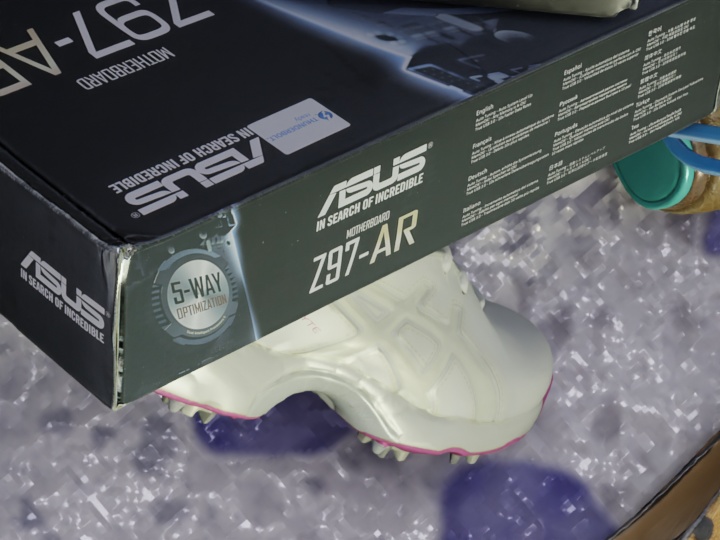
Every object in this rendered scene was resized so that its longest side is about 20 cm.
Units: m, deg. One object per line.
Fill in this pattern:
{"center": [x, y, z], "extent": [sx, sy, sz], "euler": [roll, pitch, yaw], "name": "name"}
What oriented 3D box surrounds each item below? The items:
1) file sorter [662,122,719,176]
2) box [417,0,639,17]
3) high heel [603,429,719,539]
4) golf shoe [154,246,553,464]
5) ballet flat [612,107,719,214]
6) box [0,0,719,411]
{"center": [0.169, -0.068, 0.730], "extent": [0.138, 0.200, 0.123], "euler": [12, 85, 35], "name": "file sorter"}
{"center": [-0.027, -0.140, 0.663], "extent": [0.199, 0.193, 0.048], "euler": [4, 125, -2], "name": "box"}
{"center": [0.075, 0.067, 0.771], "extent": [0.199, 0.071, 0.143], "euler": [12, 87, -25], "name": "high heel"}
{"center": [0.000, 0.000, 0.723], "extent": [0.075, 0.200, 0.092], "euler": [36, 104, 37], "name": "golf shoe"}
{"center": [0.087, -0.117, 0.812], "extent": [0.072, 0.068, 0.201], "euler": [-22, 87, -32], "name": "ballet flat"}
{"center": [-0.031, -0.060, 0.632], "extent": [0.200, 0.044, 0.160], "euler": [-25, 47, -34], "name": "box"}
